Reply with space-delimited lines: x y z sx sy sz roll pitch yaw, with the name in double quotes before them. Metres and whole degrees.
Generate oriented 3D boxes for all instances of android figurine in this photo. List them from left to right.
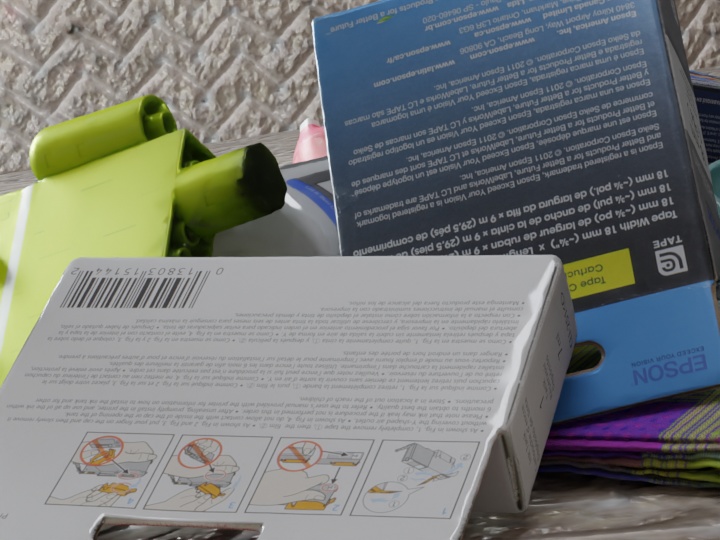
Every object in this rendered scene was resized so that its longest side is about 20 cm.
"android figurine" -0.124 0.010 0.938 0.199 0.183 0.041 -15 -38 30

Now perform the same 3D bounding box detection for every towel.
"towel" 0.102 0.046 0.851 0.199 0.023 0.143 -2 20 37

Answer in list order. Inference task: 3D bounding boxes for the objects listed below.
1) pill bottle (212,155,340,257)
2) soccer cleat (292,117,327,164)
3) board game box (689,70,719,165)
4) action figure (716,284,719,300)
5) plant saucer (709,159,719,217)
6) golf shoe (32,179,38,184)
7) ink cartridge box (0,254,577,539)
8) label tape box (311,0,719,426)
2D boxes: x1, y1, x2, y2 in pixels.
"pill bottle" 0.000 0.000 1.035 0.113 0.115 0.200 -2 8 33
"soccer cleat" -0.012 -0.019 1.293 0.066 0.077 0.200 -8 -25 -6
"board game box" 0.096 -0.079 1.071 0.199 0.062 0.200 6 10 -30
"action figure" 0.133 -0.003 1.020 0.117 0.055 0.200 3 17 -21
"plant saucer" 0.240 -0.002 0.942 0.199 0.036 0.200 11 17 -3
"golf shoe" -0.172 -0.017 1.256 0.094 0.078 0.200 -38 -4 17
"ink cartridge box" -0.039 0.063 0.764 0.199 0.045 0.177 0 39 21
"label tape box" 0.066 -0.021 0.868 0.143 0.201 0.063 -14 -26 14
